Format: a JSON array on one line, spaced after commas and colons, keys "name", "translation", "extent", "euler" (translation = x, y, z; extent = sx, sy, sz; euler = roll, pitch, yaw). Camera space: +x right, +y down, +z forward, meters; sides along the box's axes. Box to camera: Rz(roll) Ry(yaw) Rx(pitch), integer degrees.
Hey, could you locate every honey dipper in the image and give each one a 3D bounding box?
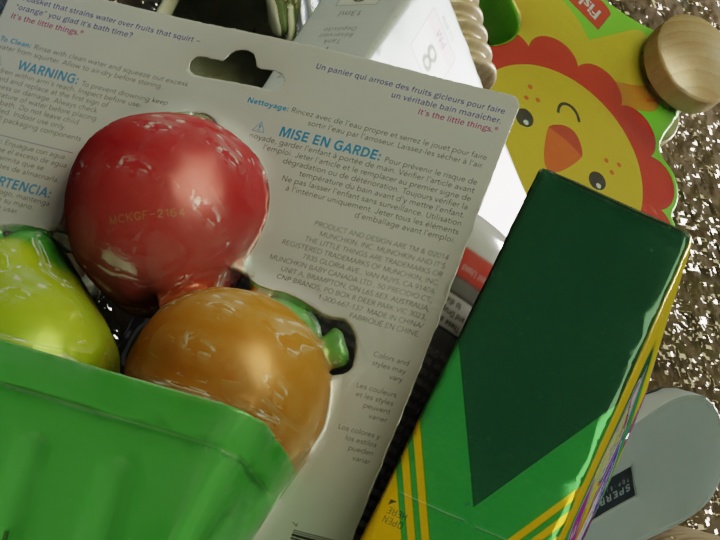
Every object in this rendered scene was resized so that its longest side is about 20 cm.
[{"name": "honey dipper", "translation": [0.024, -0.166, 1.181], "extent": [0.038, 0.038, 0.200], "euler": [11, 55, -35]}]

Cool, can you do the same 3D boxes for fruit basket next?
[{"name": "fruit basket", "translation": [-0.065, 0.013, 0.836], "extent": [0.185, 0.094, 0.200], "euler": [14, 64, 18]}]

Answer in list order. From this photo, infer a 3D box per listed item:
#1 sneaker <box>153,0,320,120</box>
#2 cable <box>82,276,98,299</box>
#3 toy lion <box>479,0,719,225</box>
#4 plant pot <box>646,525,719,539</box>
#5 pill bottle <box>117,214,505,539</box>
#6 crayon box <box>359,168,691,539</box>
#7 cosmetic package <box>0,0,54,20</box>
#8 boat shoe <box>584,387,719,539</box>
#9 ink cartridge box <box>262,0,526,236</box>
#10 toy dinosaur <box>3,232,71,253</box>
[{"name": "sneaker", "translation": [-0.043, -0.109, 1.063], "extent": [0.067, 0.090, 0.200], "euler": [25, 67, -4]}, {"name": "cable", "translation": [-0.171, 0.051, 0.895], "extent": [0.200, 0.097, 0.050], "euler": [0, 20, -43]}, {"name": "toy lion", "translation": [0.074, -0.080, 1.214], "extent": [0.200, 0.069, 0.192], "euler": [45, 51, -6]}, {"name": "plant pot", "translation": [0.143, 0.181, 1.066], "extent": [0.201, 0.093, 0.201], "euler": [21, 52, -29]}, {"name": "pill bottle", "translation": [-0.036, 0.058, 0.911], "extent": [0.116, 0.116, 0.200], "euler": [29, 82, -21]}, {"name": "crayon box", "translation": [0.036, 0.092, 0.848], "extent": [0.058, 0.200, 0.173], "euler": [24, 63, 9]}, {"name": "cosmetic package", "translation": [-0.123, -0.146, 0.993], "extent": [0.081, 0.113, 0.200], "euler": [51, 43, -13]}, {"name": "boat shoe", "translation": [0.052, 0.092, 1.048], "extent": [0.200, 0.091, 0.071], "euler": [-15, 102, -44]}, {"name": "ink cartridge box", "translation": [0.000, 0.000, 1.033], "extent": [0.200, 0.057, 0.163], "euler": [-63, 140, -43]}, {"name": "toy dinosaur", "translation": [-0.197, -0.002, 0.932], "extent": [0.200, 0.077, 0.102], "euler": [11, 74, -43]}]
